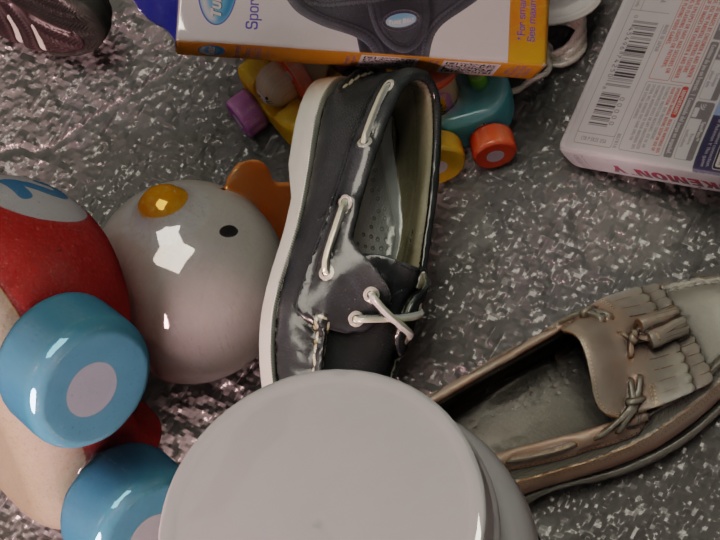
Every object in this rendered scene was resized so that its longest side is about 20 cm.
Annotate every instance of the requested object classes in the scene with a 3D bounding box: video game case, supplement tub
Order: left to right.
[{"bbox_3d":[0.007,0.139,0.835,0.143,0.200,0.146,-7,59,11],"label":"supplement tub"},{"bbox_3d":[0.206,-0.127,1.000,0.181,0.023,0.201,13,71,41],"label":"video game case"}]

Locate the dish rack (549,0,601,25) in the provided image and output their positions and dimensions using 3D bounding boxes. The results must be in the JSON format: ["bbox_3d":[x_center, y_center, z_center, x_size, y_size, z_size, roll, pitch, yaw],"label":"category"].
[{"bbox_3d":[0.017,-0.190,1.078,0.198,0.044,0.173,-5,48,-6],"label":"dish rack"}]

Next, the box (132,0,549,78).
[{"bbox_3d":[-0.009,-0.158,1.000,0.198,0.041,0.120,3,85,-7],"label":"box"}]

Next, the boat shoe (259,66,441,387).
[{"bbox_3d":[0.000,0.000,0.975,0.060,0.075,0.202,-9,73,36],"label":"boat shoe"}]

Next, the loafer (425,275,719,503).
[{"bbox_3d":[0.091,0.057,0.943,0.199,0.063,0.072,-28,58,-2],"label":"loafer"}]

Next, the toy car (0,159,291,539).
[{"bbox_3d":[-0.103,0.004,0.977,0.199,0.178,0.184,-36,45,-22],"label":"toy car"}]

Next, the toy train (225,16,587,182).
[{"bbox_3d":[0.007,-0.127,1.079,0.199,0.056,0.151,21,68,25],"label":"toy train"}]

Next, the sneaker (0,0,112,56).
[{"bbox_3d":[-0.194,-0.198,1.166,0.199,0.076,0.116,24,66,27],"label":"sneaker"}]
